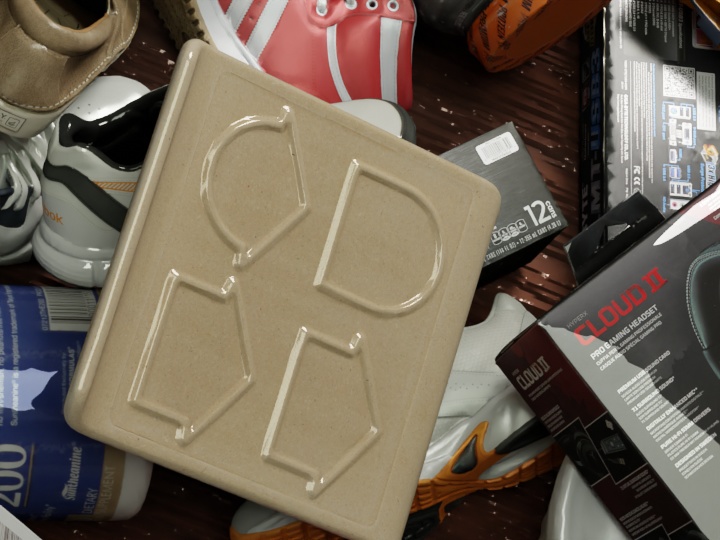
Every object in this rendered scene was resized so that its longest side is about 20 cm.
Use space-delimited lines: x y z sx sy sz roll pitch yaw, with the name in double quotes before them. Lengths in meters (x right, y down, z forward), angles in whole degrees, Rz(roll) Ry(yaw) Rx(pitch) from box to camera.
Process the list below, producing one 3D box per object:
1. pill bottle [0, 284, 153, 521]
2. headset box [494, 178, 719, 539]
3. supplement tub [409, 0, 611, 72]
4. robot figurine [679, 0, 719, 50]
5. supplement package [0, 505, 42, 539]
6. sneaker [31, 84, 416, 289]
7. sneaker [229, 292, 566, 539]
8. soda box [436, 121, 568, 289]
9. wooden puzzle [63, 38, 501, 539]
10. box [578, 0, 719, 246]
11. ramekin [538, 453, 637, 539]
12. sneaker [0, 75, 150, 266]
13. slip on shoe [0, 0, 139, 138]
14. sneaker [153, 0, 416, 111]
"pill bottle" -0.200 0.061 1.313 0.199 0.111 0.112 2 72 -14
"headset box" 0.174 0.055 1.331 0.149 0.077 0.200 -35 86 -22
"supplement tub" 0.049 -0.210 1.453 0.122 0.123 0.200 -31 79 -21
"robot figurine" 0.260 -0.140 1.469 0.200 0.058 0.145 34 81 -1
"supplement package" -0.254 0.171 1.208 0.199 0.152 0.151 1 70 12
"sneaker" -0.061 -0.053 1.340 0.199 0.080 0.074 -17 39 -24
"sneaker" 0.017 0.081 1.396 0.199 0.076 0.092 -25 58 -16
"soda box" 0.000 0.000 1.406 0.199 0.071 0.064 -25 82 -20
"wooden puzzle" -0.037 0.014 1.299 0.200 0.046 0.186 26 75 -33
"box" 0.216 -0.064 1.496 0.198 0.050 0.201 6 71 -14
"ramekin" 0.178 0.148 1.395 0.201 0.094 0.203 5 72 -14
"sneaker" -0.175 -0.053 1.346 0.198 0.130 0.080 -20 80 -20
"slip on shoe" -0.143 -0.133 1.363 0.076 0.061 0.200 36 27 -5
"sneaker" -0.044 -0.150 1.434 0.112 0.071 0.201 -28 98 -19
